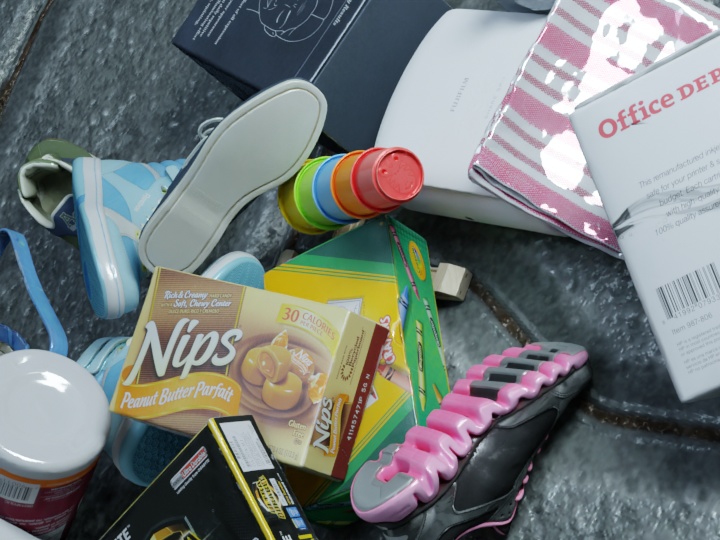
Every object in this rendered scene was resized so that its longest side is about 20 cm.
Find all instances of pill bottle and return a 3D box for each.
[{"bbox_3d":[-0.273,0.164,1.593,0.200,0.113,0.115,119,152,-46],"label":"pill bottle"}]

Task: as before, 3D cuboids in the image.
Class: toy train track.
[{"bbox_3d":[0.000,0.000,1.566,0.199,0.032,0.115,5,68,43],"label":"toy train track"}]

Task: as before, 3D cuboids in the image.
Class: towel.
[{"bbox_3d":[0.179,-0.119,1.417,0.146,0.030,0.201,27,79,5],"label":"towel"}]

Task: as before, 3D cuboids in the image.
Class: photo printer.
[{"bbox_3d":[0.101,-0.116,1.521,0.199,0.069,0.167,12,73,46],"label":"photo printer"}]

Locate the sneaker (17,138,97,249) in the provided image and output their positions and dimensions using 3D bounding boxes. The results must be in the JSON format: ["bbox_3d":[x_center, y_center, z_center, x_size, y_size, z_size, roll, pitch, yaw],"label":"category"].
[{"bbox_3d":[-0.274,-0.080,1.826,0.067,0.090,0.200,-50,41,5],"label":"sneaker"}]

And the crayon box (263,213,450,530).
[{"bbox_3d":[0.000,0.075,1.478,0.118,0.058,0.201,-25,57,28],"label":"crayon box"}]

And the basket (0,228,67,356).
[{"bbox_3d":[-0.324,0.087,1.724,0.200,0.139,0.177,-52,40,18],"label":"basket"}]

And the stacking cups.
[{"bbox_3d":[-0.002,-0.059,1.502,0.061,0.060,0.200,-64,19,-11],"label":"stacking cups"}]

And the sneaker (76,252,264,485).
[{"bbox_3d":[-0.165,0.060,1.629,0.130,0.079,0.201,27,84,47],"label":"sneaker"}]

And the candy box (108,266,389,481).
[{"bbox_3d":[-0.084,0.073,1.467,0.199,0.055,0.116,11,80,40],"label":"candy box"}]

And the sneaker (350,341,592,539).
[{"bbox_3d":[0.087,0.129,1.374,0.200,0.096,0.079,-38,21,-17],"label":"sneaker"}]

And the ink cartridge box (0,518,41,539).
[{"bbox_3d":[-0.295,0.304,1.551,0.200,0.144,0.084,-46,44,9],"label":"ink cartridge box"}]

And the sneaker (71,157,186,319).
[{"bbox_3d":[-0.169,-0.035,1.668,0.129,0.080,0.201,-4,37,-11],"label":"sneaker"}]

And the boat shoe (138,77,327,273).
[{"bbox_3d":[-0.099,-0.078,1.567,0.200,0.075,0.062,-52,18,21],"label":"boat shoe"}]

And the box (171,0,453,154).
[{"bbox_3d":[-0.036,-0.197,1.673,0.149,0.107,0.200,-55,41,-2],"label":"box"}]

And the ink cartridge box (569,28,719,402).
[{"bbox_3d":[0.239,-0.038,1.261,0.144,0.084,0.201,-26,78,28],"label":"ink cartridge box"}]

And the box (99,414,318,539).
[{"bbox_3d":[-0.109,0.223,1.410,0.200,0.049,0.160,-46,64,34],"label":"box"}]

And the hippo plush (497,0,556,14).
[{"bbox_3d":[0.166,-0.267,1.510,0.200,0.158,0.162,163,116,-79],"label":"hippo plush"}]
